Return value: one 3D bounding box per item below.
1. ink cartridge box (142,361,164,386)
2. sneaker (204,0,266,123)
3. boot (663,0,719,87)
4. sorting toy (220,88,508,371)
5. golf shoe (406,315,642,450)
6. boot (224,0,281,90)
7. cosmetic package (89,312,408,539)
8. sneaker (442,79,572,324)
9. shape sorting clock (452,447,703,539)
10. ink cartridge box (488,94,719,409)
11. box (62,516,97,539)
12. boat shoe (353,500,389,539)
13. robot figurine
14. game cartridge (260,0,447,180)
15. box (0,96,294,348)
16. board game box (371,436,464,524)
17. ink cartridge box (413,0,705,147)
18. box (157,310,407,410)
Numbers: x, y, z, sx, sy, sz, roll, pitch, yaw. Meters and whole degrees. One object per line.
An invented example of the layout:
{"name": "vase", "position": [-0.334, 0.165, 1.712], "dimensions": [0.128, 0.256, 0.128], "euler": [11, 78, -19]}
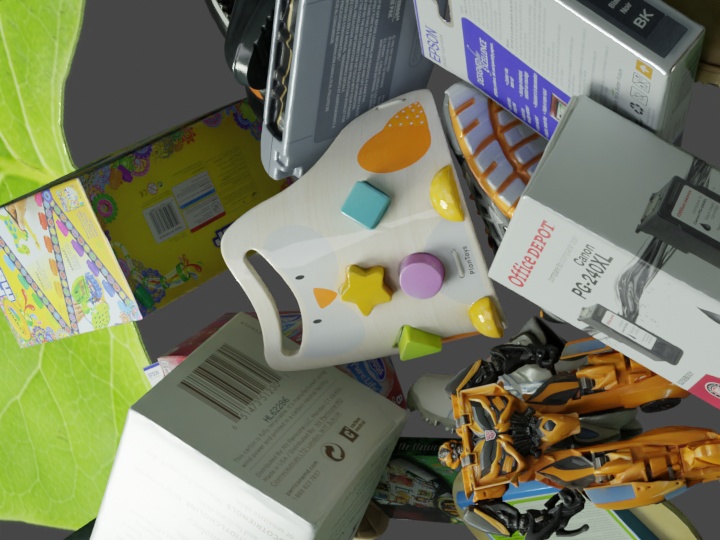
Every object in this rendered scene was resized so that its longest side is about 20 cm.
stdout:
{"name": "ink cartridge box", "position": [-0.133, 0.167, 1.417], "dimensions": [0.095, 0.037, 0.200], "euler": [-22, 99, 49]}
{"name": "sneaker", "position": [-0.078, -0.167, 1.147], "dimensions": [0.200, 0.070, 0.090], "euler": [57, 147, 6]}
{"name": "boot", "position": [0.202, -0.218, 0.855], "dimensions": [0.175, 0.066, 0.201], "euler": [23, 126, 33]}
{"name": "sorting toy", "position": [0.000, 0.000, 1.058], "dimensions": [0.179, 0.107, 0.200], "euler": [-18, 116, 7]}
{"name": "golf shoe", "position": [0.123, 0.081, 1.112], "dimensions": [0.200, 0.078, 0.098], "euler": [3, 98, 37]}
{"name": "boot", "position": [-0.091, -0.244, 1.047], "dimensions": [0.162, 0.073, 0.199], "euler": [26, 85, 19]}
{"name": "cosmetic package", "position": [-0.092, 0.178, 1.137], "dimensions": [0.166, 0.167, 0.200], "euler": [30, 126, 12]}
{"name": "sneaker", "position": [0.113, -0.043, 1.034], "dimensions": [0.200, 0.078, 0.077], "euler": [60, 149, 3]}
{"name": "shape sorting clock", "position": [0.165, 0.195, 1.105], "dimensions": [0.199, 0.039, 0.200], "euler": [20, 142, 16]}
{"name": "ink cartridge box", "position": [0.189, -0.004, 0.902], "dimensions": [0.200, 0.084, 0.145], "euler": [29, 161, 7]}
{"name": "box", "position": [-0.192, 0.339, 1.511], "dimensions": [0.196, 0.117, 0.200], "euler": [-19, 100, 48]}
{"name": "boat shoe", "position": [-0.076, 0.216, 1.308], "dimensions": [0.199, 0.072, 0.065], "euler": [10, 142, -11]}
{"name": "robot figurine", "position": [0.149, 0.108, 1.003], "dimensions": [0.199, 0.058, 0.145], "euler": [-12, 68, 10]}
{"name": "game cartridge", "position": [-0.002, -0.161, 1.026], "dimensions": [0.040, 0.133, 0.200], "euler": [51, 146, 34]}
{"name": "box", "position": [-0.189, -0.041, 1.227], "dimensions": [0.192, 0.200, 0.122], "euler": [-13, 105, 47]}
{"name": "board game box", "position": [0.071, 0.176, 1.207], "dimensions": [0.200, 0.023, 0.105], "euler": [-4, 134, 44]}
{"name": "ink cartridge box", "position": [0.117, -0.143, 0.915], "dimensions": [0.200, 0.043, 0.198], "euler": [37, 168, 18]}
{"name": "box", "position": [-0.070, 0.098, 1.270], "dimensions": [0.200, 0.095, 0.100], "euler": [-4, 111, 44]}
